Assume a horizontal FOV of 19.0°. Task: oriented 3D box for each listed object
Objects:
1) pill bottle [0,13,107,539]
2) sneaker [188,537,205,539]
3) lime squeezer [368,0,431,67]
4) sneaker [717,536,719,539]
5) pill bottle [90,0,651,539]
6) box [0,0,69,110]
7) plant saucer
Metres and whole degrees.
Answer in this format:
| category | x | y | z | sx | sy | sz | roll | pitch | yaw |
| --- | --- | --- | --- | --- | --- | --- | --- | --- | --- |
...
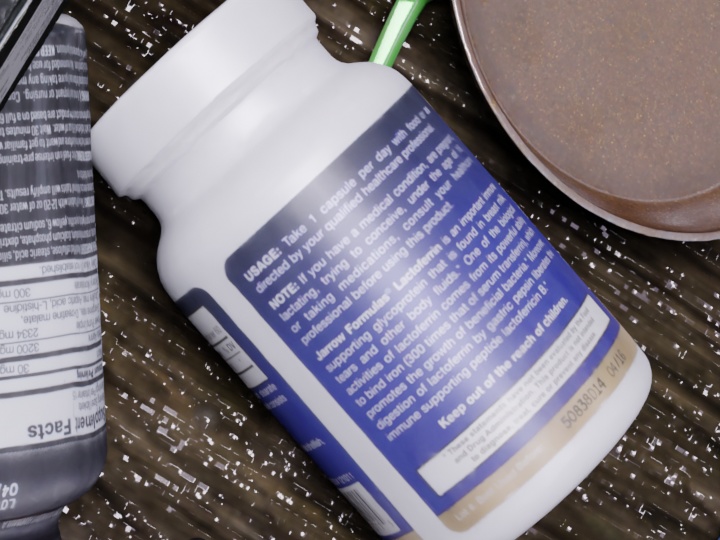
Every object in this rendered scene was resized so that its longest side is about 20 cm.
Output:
| category | x | y | z | sx | sy | sz | roll | pitch | yaw |
| --- | --- | --- | --- | --- | --- | --- | --- | --- | --- |
| pill bottle | -0.139 | 0.017 | 0.718 | 0.105 | 0.106 | 0.202 | -3 | 95 | -16 |
| sneaker | 0.015 | 0.145 | 0.766 | 0.198 | 0.077 | 0.084 | 17 | 81 | -14 |
| lime squeezer | -0.001 | -0.140 | 0.836 | 0.070 | 0.038 | 0.202 | -15 | 86 | 14 |
| sneaker | 0.195 | 0.069 | 0.832 | 0.082 | 0.074 | 0.200 | 38 | 71 | -3 |
| pill bottle | 0.000 | 0.000 | 0.764 | 0.116 | 0.116 | 0.200 | -43 | 94 | -18 |
| box | -0.137 | -0.157 | 0.635 | 0.163 | 0.086 | 0.201 | 30 | 70 | -5 |
| plant saucer | 0.113 | -0.109 | 0.842 | 0.199 | 0.034 | 0.202 | 4 | 82 | -28 |
